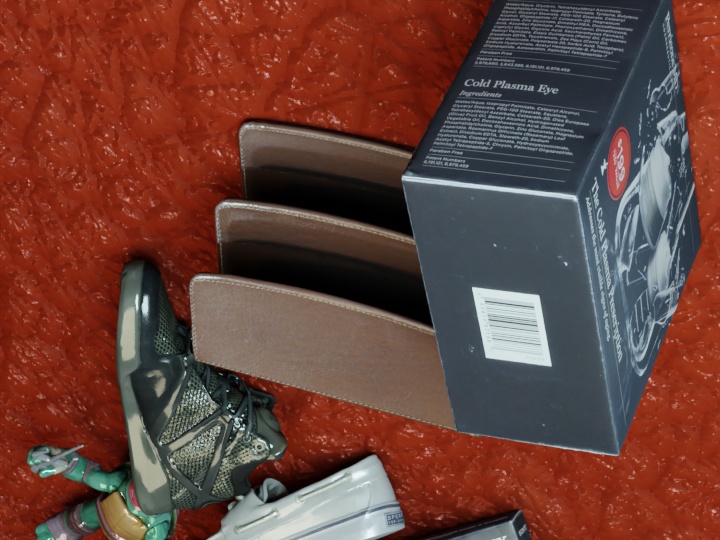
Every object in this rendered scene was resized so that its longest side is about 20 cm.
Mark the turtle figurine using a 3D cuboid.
[{"bbox_3d":[-0.184,0.192,1.852,0.150,0.100,0.200,61,155,13],"label":"turtle figurine"}]

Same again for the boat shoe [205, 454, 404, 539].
[{"bbox_3d":[-0.064,0.184,1.789,0.199,0.072,0.066,-20,82,28],"label":"boat shoe"}]

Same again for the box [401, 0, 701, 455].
[{"bbox_3d":[0.114,-0.033,1.401,0.103,0.183,0.201,7,136,22],"label":"box"}]

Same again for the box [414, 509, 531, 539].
[{"bbox_3d":[0.078,0.285,1.760,0.142,0.036,0.201,-18,92,17],"label":"box"}]

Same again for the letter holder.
[{"bbox_3d":[0.000,0.000,1.561,0.198,0.101,0.143,14,136,15],"label":"letter holder"}]

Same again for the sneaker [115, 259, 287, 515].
[{"bbox_3d":[-0.112,0.078,1.727,0.113,0.076,0.201,-6,116,4],"label":"sneaker"}]
